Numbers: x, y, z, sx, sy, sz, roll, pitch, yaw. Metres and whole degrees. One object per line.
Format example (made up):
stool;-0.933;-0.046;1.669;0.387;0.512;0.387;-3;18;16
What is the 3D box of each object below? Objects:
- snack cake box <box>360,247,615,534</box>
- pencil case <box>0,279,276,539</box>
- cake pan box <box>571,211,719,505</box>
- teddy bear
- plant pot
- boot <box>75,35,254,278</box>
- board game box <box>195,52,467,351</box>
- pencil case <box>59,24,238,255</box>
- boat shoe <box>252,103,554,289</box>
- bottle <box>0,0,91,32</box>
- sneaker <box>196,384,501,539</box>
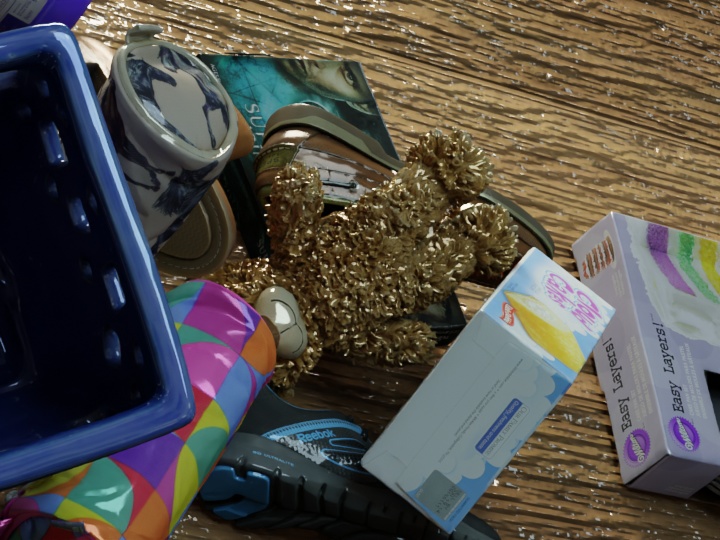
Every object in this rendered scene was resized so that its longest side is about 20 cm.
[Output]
snack cake box;0.076;0.065;1.622;0.067;0.115;0.200;38;16;3
pencil case;-0.119;0.093;1.498;0.088;0.088;0.200;41;48;-8
cake pan box;0.239;0.071;1.871;0.184;0.052;0.200;14;50;-30
teddy bear;0.000;0.000;1.621;0.199;0.145;0.067;-14;31;-18
plant pot;-0.208;0.012;1.333;0.199;0.180;0.201;-17;87;-13
boot;-0.110;-0.065;1.621;0.200;0.077;0.155;36;16;28
board game box;-0.022;-0.044;1.749;0.135;0.028;0.200;-1;60;-41
pencil case;-0.140;-0.037;1.461;0.089;0.200;0.078;49;36;9
boat shoe;0.023;-0.025;1.706;0.200;0.072;0.068;23;51;-14
bottle;-0.250;-0.200;1.632;0.200;0.084;0.065;29;44;-20
sneaker;0.002;0.121;1.604;0.200;0.073;0.082;27;45;-23
